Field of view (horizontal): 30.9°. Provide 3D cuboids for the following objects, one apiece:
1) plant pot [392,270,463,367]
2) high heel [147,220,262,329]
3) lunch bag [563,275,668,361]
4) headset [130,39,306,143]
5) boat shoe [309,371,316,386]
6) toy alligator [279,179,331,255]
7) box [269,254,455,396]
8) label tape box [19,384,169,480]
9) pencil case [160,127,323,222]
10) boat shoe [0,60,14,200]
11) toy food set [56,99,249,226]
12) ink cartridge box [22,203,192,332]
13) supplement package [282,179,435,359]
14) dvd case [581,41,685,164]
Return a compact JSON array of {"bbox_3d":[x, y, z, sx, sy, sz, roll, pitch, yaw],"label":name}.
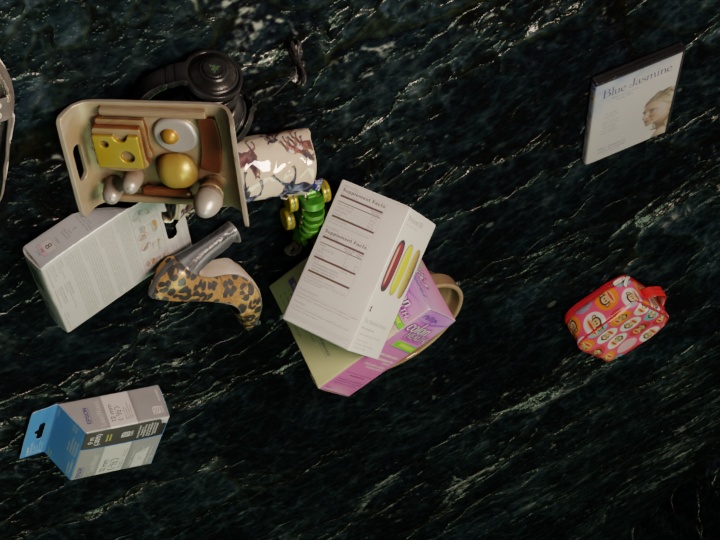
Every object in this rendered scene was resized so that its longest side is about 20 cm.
[{"bbox_3d":[0.051,0.057,1.987,0.199,0.093,0.202,-27,152,-15],"label":"plant pot"},{"bbox_3d":[-0.209,0.039,1.742,0.142,0.071,0.201,-36,141,-20],"label":"high heel"},{"bbox_3d":[0.488,0.085,2.424,0.176,0.082,0.199,-37,149,18],"label":"lunch bag"},{"bbox_3d":[-0.157,-0.201,1.445,0.198,0.095,0.124,-11,151,4],"label":"headset"},{"bbox_3d":[-0.050,0.137,2.067,0.067,0.072,0.201,-21,150,-10],"label":"boat shoe"},{"bbox_3d":[-0.072,-0.062,1.739,0.059,0.055,0.201,-15,150,-19],"label":"toy alligator"},{"bbox_3d":[0.001,0.046,1.846,0.199,0.177,0.096,-37,154,17],"label":"box"},{"bbox_3d":[-0.402,0.252,1.970,0.198,0.066,0.144,-10,148,-31],"label":"label tape box"},{"bbox_3d":[-0.147,-0.112,1.561,0.198,0.078,0.090,-13,114,-25],"label":"pencil case"},{"bbox_3d":[-0.385,-0.141,1.340,0.066,0.057,0.201,-13,149,-23],"label":"boat shoe"},{"bbox_3d":[-0.223,-0.110,1.422,0.197,0.061,0.144,3,135,8],"label":"toy food set"},{"bbox_3d":[-0.312,-0.028,1.625,0.200,0.057,0.163,-40,156,-20],"label":"ink cartridge box"},{"bbox_3d":[0.000,0.000,1.733,0.202,0.109,0.114,-67,157,0],"label":"supplement package"},{"bbox_3d":[0.391,-0.237,1.876,0.141,0.018,0.201,-22,151,-7],"label":"dvd case"}]
